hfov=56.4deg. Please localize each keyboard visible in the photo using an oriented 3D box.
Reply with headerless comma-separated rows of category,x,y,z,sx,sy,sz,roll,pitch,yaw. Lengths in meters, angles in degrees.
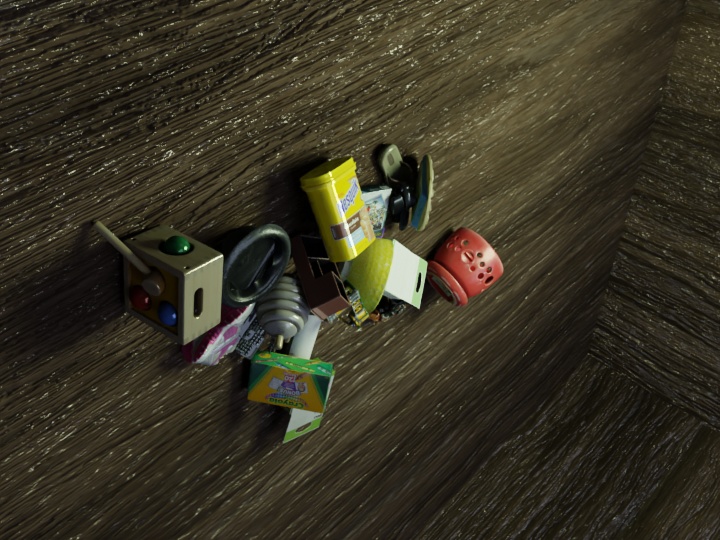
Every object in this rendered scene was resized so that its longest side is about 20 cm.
keyboard,-0.218,0.129,1.628,0.127,0.021,0.200,38,86,-43

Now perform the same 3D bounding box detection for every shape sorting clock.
shape sorting clock,0.166,-0.203,1.761,0.200,0.039,0.201,-172,-90,-86

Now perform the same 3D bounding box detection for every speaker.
speaker,-0.156,0.179,1.719,0.081,0.081,0.201,-8,123,-50

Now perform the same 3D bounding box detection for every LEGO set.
LEGO set,-0.083,0.072,1.637,0.116,0.200,0.154,-39,157,-13

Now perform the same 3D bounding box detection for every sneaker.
sneaker,-0.304,0.130,1.495,0.200,0.081,0.088,-47,148,-2

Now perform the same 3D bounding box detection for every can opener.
can opener,0.107,-0.167,1.774,0.078,0.064,0.200,-18,162,-4

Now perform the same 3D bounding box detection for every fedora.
fedora,-0.244,-0.023,1.426,0.200,0.091,0.201,-32,141,-30

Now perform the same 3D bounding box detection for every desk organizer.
desk organizer,-0.096,0.005,1.534,0.077,0.201,0.072,-26,150,9

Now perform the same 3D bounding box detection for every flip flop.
flip flop,0.101,-0.251,1.721,0.081,0.057,0.200,-51,150,-10

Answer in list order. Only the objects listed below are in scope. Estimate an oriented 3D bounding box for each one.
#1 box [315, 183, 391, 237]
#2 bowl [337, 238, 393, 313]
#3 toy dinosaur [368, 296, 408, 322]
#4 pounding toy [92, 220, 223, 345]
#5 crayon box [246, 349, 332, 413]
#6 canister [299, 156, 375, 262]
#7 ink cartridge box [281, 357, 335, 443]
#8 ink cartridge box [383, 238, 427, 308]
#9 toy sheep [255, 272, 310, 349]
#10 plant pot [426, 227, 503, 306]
box,-0.018,-0.135,1.663,0.199,0.038,0.137,-15,129,-39
bowl,0.000,0.000,1.731,0.107,0.200,0.201,18,106,-12
toy dinosaur,0.079,0.110,1.968,0.136,0.102,0.200,-58,173,32
pounding toy,-0.369,0.008,1.231,0.142,0.183,0.201,-35,143,-50
crayon box,-0.177,0.278,1.679,0.058,0.199,0.119,-83,-176,-62
canister,-0.046,-0.137,1.510,0.149,0.086,0.201,-44,122,-51
ink cartridge box,-0.165,0.360,1.862,0.147,0.076,0.201,-14,128,-48
ink cartridge box,0.113,0.012,1.886,0.200,0.048,0.146,31,67,-53
toy sheep,-0.176,0.091,1.521,0.137,0.201,0.138,-2,146,-1
plant pot,0.311,-0.004,2.084,0.182,0.200,0.201,-41,145,-9
